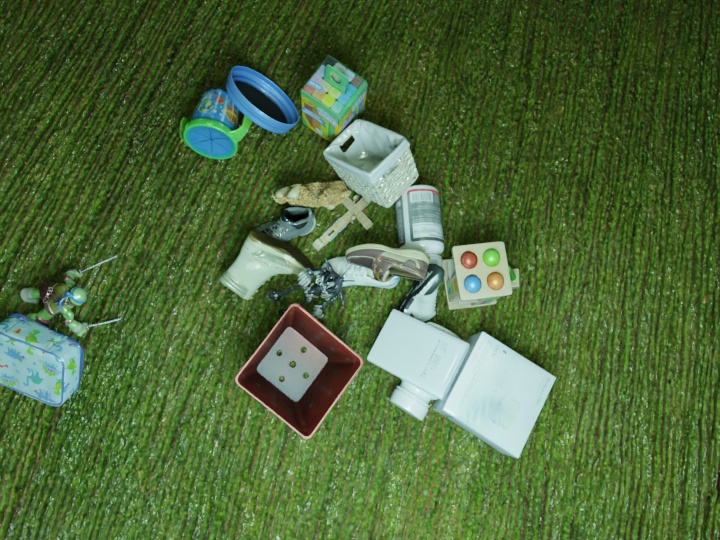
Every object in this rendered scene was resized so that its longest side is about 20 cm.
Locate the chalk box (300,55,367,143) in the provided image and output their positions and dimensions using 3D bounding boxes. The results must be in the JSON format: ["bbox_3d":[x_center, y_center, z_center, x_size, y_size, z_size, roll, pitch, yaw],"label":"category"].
[{"bbox_3d":[-0.066,-0.424,1.331,0.124,0.200,0.125,35,77,5],"label":"chalk box"}]

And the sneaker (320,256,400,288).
[{"bbox_3d":[0.000,0.000,1.304,0.195,0.081,0.078,2,79,-2],"label":"sneaker"}]

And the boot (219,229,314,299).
[{"bbox_3d":[-0.218,0.006,1.285,0.198,0.072,0.155,27,111,-37],"label":"boot"}]

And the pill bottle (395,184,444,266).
[{"bbox_3d":[0.146,-0.094,1.317,0.111,0.114,0.205,-3,78,-4],"label":"pill bottle"}]

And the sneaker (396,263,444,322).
[{"bbox_3d":[0.153,0.061,1.259,0.079,0.201,0.075,21,46,-8],"label":"sneaker"}]

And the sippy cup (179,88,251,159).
[{"bbox_3d":[-0.361,-0.372,1.344,0.174,0.140,0.133,12,65,-13],"label":"sippy cup"}]

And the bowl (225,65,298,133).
[{"bbox_3d":[-0.244,-0.421,1.338,0.201,0.200,0.039,50,119,7],"label":"bowl"}]

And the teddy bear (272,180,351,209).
[{"bbox_3d":[-0.117,-0.177,1.305,0.142,0.199,0.068,-3,97,30],"label":"teddy bear"}]

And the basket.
[{"bbox_3d":[0.028,-0.256,1.298,0.136,0.124,0.199,-45,45,-11],"label":"basket"}]

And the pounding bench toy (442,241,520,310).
[{"bbox_3d":[0.309,0.009,1.283,0.195,0.156,0.127,-6,77,-5],"label":"pounding bench toy"}]

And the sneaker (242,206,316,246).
[{"bbox_3d":[-0.201,-0.103,1.295,0.197,0.116,0.076,-29,80,-10],"label":"sneaker"}]

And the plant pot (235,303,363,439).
[{"bbox_3d":[-0.140,0.212,1.188,0.199,0.176,0.201,40,78,-7],"label":"plant pot"}]

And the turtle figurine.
[{"bbox_3d":[-0.673,0.078,1.247,0.190,0.200,0.147,-10,107,17],"label":"turtle figurine"}]

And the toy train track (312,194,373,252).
[{"bbox_3d":[-0.043,-0.126,1.353,0.200,0.033,0.115,-44,83,-10],"label":"toy train track"}]

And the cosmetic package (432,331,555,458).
[{"bbox_3d":[0.305,0.283,1.240,0.198,0.123,0.202,31,77,2],"label":"cosmetic package"}]

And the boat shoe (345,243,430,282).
[{"bbox_3d":[0.056,-0.010,1.218,0.195,0.072,0.073,7,68,12],"label":"boat shoe"}]

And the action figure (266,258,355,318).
[{"bbox_3d":[-0.111,0.053,1.250,0.197,0.102,0.121,-23,98,11],"label":"action figure"}]

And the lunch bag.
[{"bbox_3d":[-0.716,0.200,1.184,0.196,0.083,0.163,20,116,3],"label":"lunch bag"}]

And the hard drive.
[{"bbox_3d":[0.126,0.183,1.197,0.197,0.025,0.134,23,75,32],"label":"hard drive"}]

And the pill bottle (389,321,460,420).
[{"bbox_3d":[0.152,0.233,1.244,0.113,0.114,0.202,31,78,4],"label":"pill bottle"}]
